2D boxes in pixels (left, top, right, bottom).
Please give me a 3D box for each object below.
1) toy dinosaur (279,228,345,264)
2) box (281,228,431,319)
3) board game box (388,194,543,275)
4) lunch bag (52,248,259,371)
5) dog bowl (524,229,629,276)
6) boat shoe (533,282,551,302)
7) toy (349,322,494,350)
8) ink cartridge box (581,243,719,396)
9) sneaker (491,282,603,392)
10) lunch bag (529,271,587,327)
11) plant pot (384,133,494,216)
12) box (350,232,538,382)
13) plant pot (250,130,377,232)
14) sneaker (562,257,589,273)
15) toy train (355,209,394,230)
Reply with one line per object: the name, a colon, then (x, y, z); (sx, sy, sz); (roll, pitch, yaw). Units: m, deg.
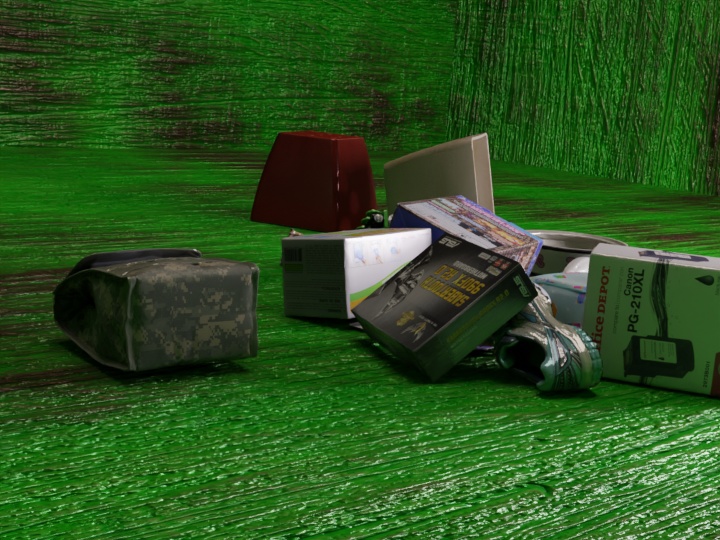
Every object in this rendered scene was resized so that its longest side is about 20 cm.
toy dinosaur: (-0.073, -0.024, 1.906); (0.100, 0.059, 0.200); (19, 17, -6)
box: (0.000, 0.000, 1.590); (0.112, 0.103, 0.199); (1, 6, 37)
board game box: (0.147, -0.027, 1.736); (0.159, 0.098, 0.199); (31, 21, 25)
lunch bag: (-0.227, 0.037, 1.298); (0.163, 0.119, 0.199); (-3, 7, -38)
dog bowl: (0.335, -0.015, 1.938); (0.197, 0.075, 0.200); (4, 10, -1)
boat shoe: (0.173, 0.048, 1.558); (0.200, 0.076, 0.086); (-1, -12, 39)
toy: (0.098, 0.061, 1.492); (0.198, 0.048, 0.115); (13, 12, 37)
ink cartridge box: (0.355, 0.056, 1.362); (0.198, 0.147, 0.084); (8, 11, 18)
sneaker: (0.181, 0.070, 1.340); (0.086, 0.078, 0.200); (-12, 30, -28)
lunch bag: (0.323, 0.053, 1.555); (0.159, 0.078, 0.199); (-4, 14, -45)
plant pot: (0.146, -0.142, 2.218); (0.175, 0.202, 0.200); (-4, 8, 14)
box: (0.092, 0.037, 1.382); (0.158, 0.049, 0.200); (-38, 22, -9)
plant pot: (-0.085, -0.184, 2.379); (0.198, 0.179, 0.199); (9, 11, 25)
sneaker: (0.370, 0.020, 1.765); (0.084, 0.074, 0.199); (11, 10, 41)
toy train: (0.015, -0.040, 1.794); (0.056, 0.042, 0.200); (3, -21, -14)
